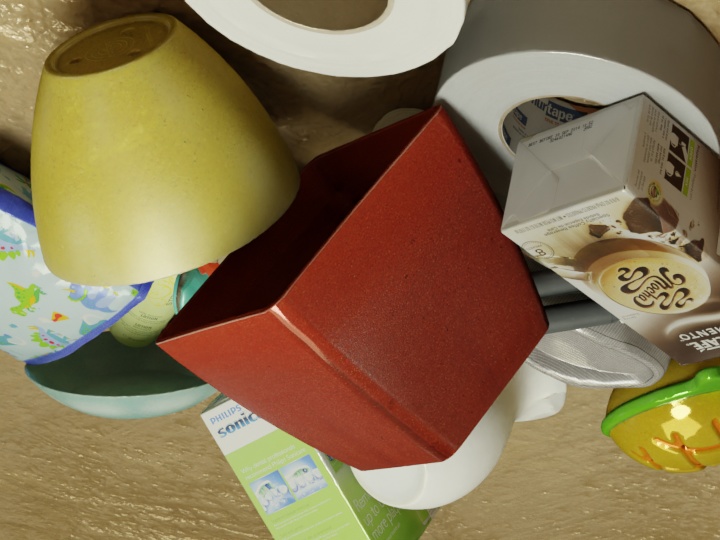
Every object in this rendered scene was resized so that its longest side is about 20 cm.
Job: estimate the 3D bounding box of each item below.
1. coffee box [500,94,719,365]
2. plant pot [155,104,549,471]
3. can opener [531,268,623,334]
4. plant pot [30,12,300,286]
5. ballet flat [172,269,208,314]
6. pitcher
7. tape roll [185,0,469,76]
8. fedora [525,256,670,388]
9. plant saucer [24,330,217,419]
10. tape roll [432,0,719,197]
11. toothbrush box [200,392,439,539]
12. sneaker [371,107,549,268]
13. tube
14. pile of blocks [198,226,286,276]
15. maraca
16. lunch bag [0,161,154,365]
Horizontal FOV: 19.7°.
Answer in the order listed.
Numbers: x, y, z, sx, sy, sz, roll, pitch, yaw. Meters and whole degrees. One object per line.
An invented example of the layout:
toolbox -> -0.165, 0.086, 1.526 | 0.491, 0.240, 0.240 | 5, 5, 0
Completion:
coffee box -> 0.207, -0.022, 1.414 | 0.200, 0.080, 0.113 | 34, 145, -32
plant pot -> 0.011, 0.031, 1.461 | 0.176, 0.200, 0.200 | 46, 154, -14
can opener -> 0.179, 0.016, 1.554 | 0.199, 0.054, 0.067 | -9, 179, -8
plant pot -> -0.158, -0.101, 1.501 | 0.199, 0.200, 0.143 | -2, 121, 28
ballet flat -> -0.107, 0.033, 1.782 | 0.070, 0.068, 0.200 | 13, 170, 10
pitcher -> 0.057, 0.121, 1.775 | 0.171, 0.200, 0.122 | 4, 112, 36
tape roll -> -0.023, -0.211, 1.334 | 0.201, 0.071, 0.203 | 11, 152, 6
fedora -> 0.187, 0.036, 1.652 | 0.199, 0.091, 0.177 | 22, 151, -13
plant saucer -> -0.199, 0.097, 1.860 | 0.200, 0.201, 0.039 | 3, 107, 20
tape roll -> 0.152, -0.115, 1.426 | 0.199, 0.066, 0.201 | 11, 152, 6
toothbrush box -> -0.032, 0.167, 1.790 | 0.086, 0.146, 0.201 | -29, 96, 25
sneaker -> 0.096, -0.053, 1.556 | 0.199, 0.077, 0.082 | 30, -177, 3
tube -> -0.171, 0.004, 1.812 | 0.052, 0.058, 0.200 | 54, 144, 10
pile of blocks -> -0.135, -0.030, 1.619 | 0.082, 0.063, 0.200 | -1, -163, -42
maraca -> 0.282, 0.106, 1.711 | 0.137, 0.108, 0.200 | -5, 162, -33
lunch bag -> -0.287, -0.013, 1.752 | 0.170, 0.128, 0.200 | 30, 158, -26
